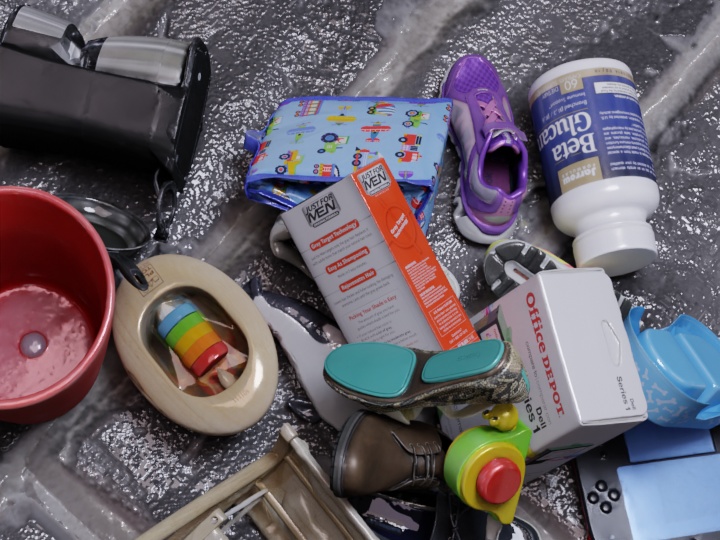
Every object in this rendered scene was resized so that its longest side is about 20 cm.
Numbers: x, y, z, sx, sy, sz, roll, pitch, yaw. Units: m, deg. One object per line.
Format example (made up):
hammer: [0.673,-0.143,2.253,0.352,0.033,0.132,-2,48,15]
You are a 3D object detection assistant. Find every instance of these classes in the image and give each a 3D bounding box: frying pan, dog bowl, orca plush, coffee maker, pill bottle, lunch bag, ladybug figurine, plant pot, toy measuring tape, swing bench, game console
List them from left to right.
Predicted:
plant pot: [-0.311,0.049,1.440,0.197,0.178,0.203,1,71,-3]
coffee maker: [-0.261,-0.152,1.537,0.197,0.135,0.194,10,55,5]
frying pan: [-0.232,-0.024,1.514,0.189,0.031,0.114,35,26,30]
ladybug figurine: [-0.155,0.072,1.502,0.135,0.072,0.201,-36,72,-7]
swing bench: [-0.081,0.283,1.412,0.199,0.130,0.199,-34,76,-22]
orca plush: [-0.037,0.084,1.536,0.199,0.071,0.106,34,114,11]
lunch bag: [-0.019,-0.111,1.557,0.197,0.095,0.151,12,39,4]
toy measuring tape: [0.100,0.208,1.404,0.073,0.074,0.202,12,109,-1]
pill bottle: [0.239,-0.101,1.595,0.109,0.111,0.203,-6,70,-9]
game console: [0.303,0.188,1.538,0.197,0.031,0.179,-6,71,-9]
dog bowl: [0.296,0.096,1.483,0.050,0.199,0.112,-45,60,25]

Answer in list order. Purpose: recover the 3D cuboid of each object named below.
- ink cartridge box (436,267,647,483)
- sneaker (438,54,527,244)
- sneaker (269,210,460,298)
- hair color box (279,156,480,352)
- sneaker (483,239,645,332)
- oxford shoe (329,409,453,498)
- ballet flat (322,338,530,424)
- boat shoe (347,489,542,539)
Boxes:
ink cartridge box: [0.156,0.103,1.456,0.083,0.200,0.147,-1,67,-33]
sneaker: [0.132,-0.133,1.604,0.079,0.089,0.203,-1,69,-15]
sneaker: [0.000,0.000,1.539,0.198,0.081,0.076,22,103,6]
hair color box: [0.020,0.011,1.448,0.061,0.101,0.202,-32,95,-50]
sneaker: [0.202,0.028,1.564,0.199,0.090,0.078,39,94,-13]
oxford shoe: [0.034,0.163,1.410,0.083,0.199,0.074,9,97,25]
ballet flat: [0.059,0.102,1.385,0.198,0.076,0.068,-5,43,34]
boat shoe: [0.075,0.243,1.476,0.197,0.062,0.076,14,67,-3]
